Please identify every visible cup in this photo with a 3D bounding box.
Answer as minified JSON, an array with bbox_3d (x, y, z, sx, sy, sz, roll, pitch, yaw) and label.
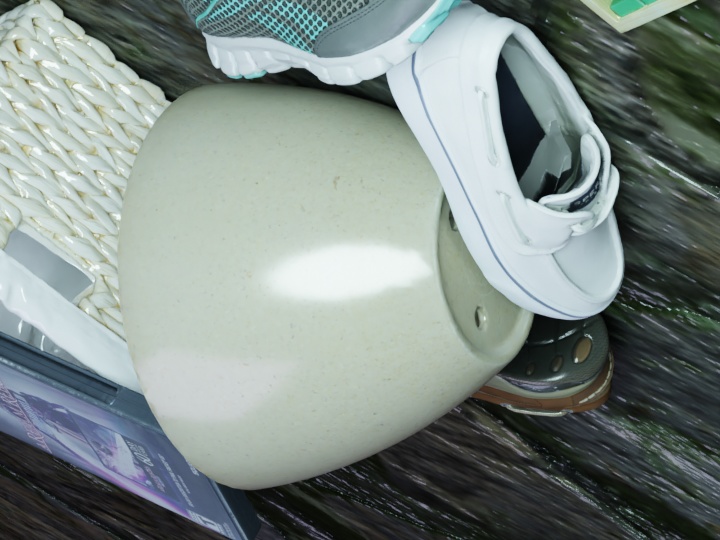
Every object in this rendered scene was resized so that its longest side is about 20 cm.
[{"bbox_3d":[0.000,0.000,1.099,0.143,0.201,0.200,-7,141,32],"label":"cup"}]

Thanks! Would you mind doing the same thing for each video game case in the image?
[{"bbox_3d":[-0.156,0.082,1.270,0.199,0.019,0.143,21,158,20],"label":"video game case"}]

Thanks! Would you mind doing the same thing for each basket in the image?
[{"bbox_3d":[-0.185,-0.028,1.303,0.198,0.161,0.200,38,160,-19],"label":"basket"}]

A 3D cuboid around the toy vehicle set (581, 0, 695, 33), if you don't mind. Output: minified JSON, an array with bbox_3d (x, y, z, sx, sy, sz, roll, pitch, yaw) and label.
[{"bbox_3d":[0.101,-0.152,0.794,0.124,0.027,0.200,37,160,-14],"label":"toy vehicle set"}]

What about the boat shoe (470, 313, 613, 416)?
[{"bbox_3d":[0.047,0.035,1.244,0.199,0.076,0.074,21,161,30],"label":"boat shoe"}]

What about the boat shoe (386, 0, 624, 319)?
[{"bbox_3d":[0.079,-0.040,1.020,0.065,0.074,0.200,16,157,42],"label":"boat shoe"}]

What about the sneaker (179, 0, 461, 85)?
[{"bbox_3d":[-0.029,-0.132,0.968,0.091,0.078,0.199,47,154,-27],"label":"sneaker"}]
